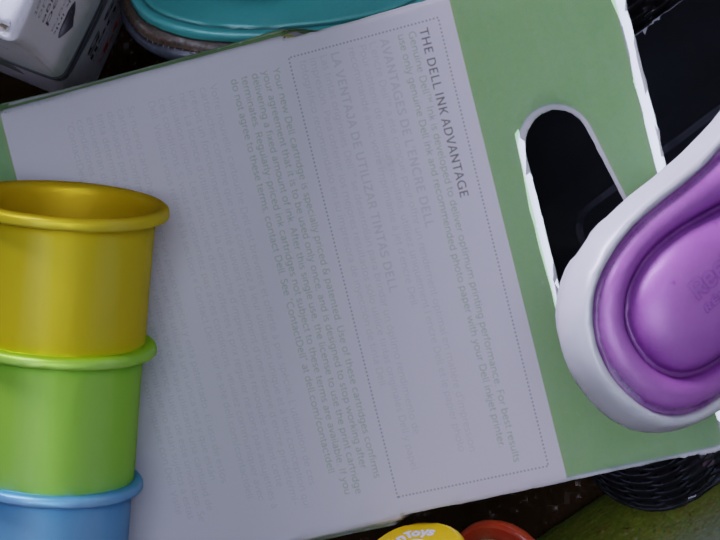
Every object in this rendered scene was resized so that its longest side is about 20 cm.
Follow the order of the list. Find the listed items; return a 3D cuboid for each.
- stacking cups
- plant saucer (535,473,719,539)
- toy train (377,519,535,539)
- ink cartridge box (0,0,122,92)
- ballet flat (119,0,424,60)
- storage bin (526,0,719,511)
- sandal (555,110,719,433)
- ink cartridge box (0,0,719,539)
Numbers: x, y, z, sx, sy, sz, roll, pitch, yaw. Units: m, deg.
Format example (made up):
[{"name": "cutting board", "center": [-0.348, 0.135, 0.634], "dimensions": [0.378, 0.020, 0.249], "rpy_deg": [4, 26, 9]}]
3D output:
[{"name": "stacking cups", "center": [-0.093, 0.077, 0.847], "dimensions": [0.060, 0.061, 0.201], "rpy_deg": [7, 103, 3]}, {"name": "plant saucer", "center": [0.137, 0.151, 0.928], "dimensions": [0.199, 0.048, 0.201], "rpy_deg": [-33, 87, 0]}, {"name": "toy train", "center": [0.028, 0.148, 0.889], "dimensions": [0.150, 0.056, 0.200], "rpy_deg": [41, 129, -5]}, {"name": "ink cartridge box", "center": [-0.097, -0.138, 0.876], "dimensions": [0.084, 0.200, 0.146], "rpy_deg": [24, 89, 1]}, {"name": "ballet flat", "center": [0.022, -0.097, 0.931], "dimensions": [0.199, 0.073, 0.073], "rpy_deg": [-23, 87, -9]}, {"name": "storage bin", "center": [0.121, -0.037, 0.902], "dimensions": [0.200, 0.094, 0.135], "rpy_deg": [-37, 73, -1]}, {"name": "sandal", "center": [0.136, -0.031, 0.799], "dimensions": [0.083, 0.050, 0.203], "rpy_deg": [47, 71, -15]}, {"name": "ink cartridge box", "center": [0.000, 0.000, 0.856], "dimensions": [0.199, 0.048, 0.147], "rpy_deg": [-14, 92, 17]}]
